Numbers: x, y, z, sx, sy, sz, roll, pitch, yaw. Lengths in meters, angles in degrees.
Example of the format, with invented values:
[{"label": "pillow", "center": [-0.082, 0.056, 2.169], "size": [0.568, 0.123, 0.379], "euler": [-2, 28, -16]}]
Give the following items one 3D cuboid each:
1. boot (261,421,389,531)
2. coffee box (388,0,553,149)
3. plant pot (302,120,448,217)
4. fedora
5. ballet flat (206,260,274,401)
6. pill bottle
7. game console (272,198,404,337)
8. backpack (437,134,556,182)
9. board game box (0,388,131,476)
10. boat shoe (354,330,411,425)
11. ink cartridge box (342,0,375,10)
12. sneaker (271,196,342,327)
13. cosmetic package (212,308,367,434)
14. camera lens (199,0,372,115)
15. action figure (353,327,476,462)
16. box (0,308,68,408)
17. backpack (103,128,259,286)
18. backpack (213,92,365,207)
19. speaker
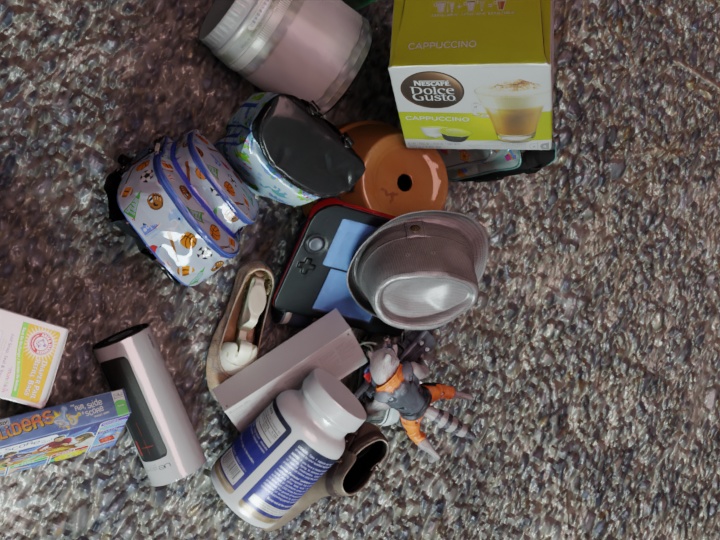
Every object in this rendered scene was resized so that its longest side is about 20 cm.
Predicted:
[{"label": "boot", "center": [-0.049, 0.284, 1.563], "size": [0.070, 0.146, 0.200], "euler": [45, 72, -21]}, {"label": "coffee box", "center": [0.149, -0.291, 1.482], "size": [0.198, 0.198, 0.202], "euler": [1, 66, 10]}, {"label": "plant pot", "center": [0.033, -0.117, 1.615], "size": [0.199, 0.140, 0.202], "euler": [1, 89, -27]}, {"label": "fedora", "center": [0.085, 0.015, 1.505], "size": [0.198, 0.091, 0.178], "euler": [1, 125, -15]}, {"label": "ballet flat", "center": [-0.161, 0.082, 1.557], "size": [0.068, 0.067, 0.202], "euler": [14, 83, -25]}, {"label": "pill bottle", "center": [-0.092, 0.230, 1.508], "size": [0.116, 0.116, 0.200], "euler": [40, 101, -20]}, {"label": "game console", "center": [0.000, 0.000, 1.544], "size": [0.199, 0.031, 0.178], "euler": [15, 114, -22]}, {"label": "backpack", "center": [0.176, -0.237, 1.666], "size": [0.152, 0.175, 0.202], "euler": [-2, 87, -37]}, {"label": "board game box", "center": [-0.389, 0.205, 1.404], "size": [0.199, 0.135, 0.035], "euler": [-12, 70, -27]}, {"label": "boat shoe", "center": [0.029, 0.123, 1.646], "size": [0.070, 0.072, 0.202], "euler": [5, 89, -30]}, {"label": "ink cartridge box", "center": [-0.060, -0.409, 1.563], "size": [0.198, 0.161, 0.051], "euler": [6, 90, -23]}, {"label": "sneaker", "center": [-0.053, -0.010, 1.586], "size": [0.082, 0.070, 0.201], "euler": [15, 113, -27]}, {"label": "cosmetic package", "center": [-0.094, 0.140, 1.552], "size": [0.199, 0.051, 0.083], "euler": [-33, 140, -7]}, {"label": "camera lens", "center": [-0.095, -0.314, 1.544], "size": [0.199, 0.160, 0.161], "euler": [32, 76, -22]}, {"label": "action figure", "center": [0.088, 0.154, 1.592], "size": [0.193, 0.105, 0.200], "euler": [37, 90, -34]}, {"label": "box", "center": [-0.467, 0.089, 1.379], "size": [0.199, 0.112, 0.102], "euler": [19, 80, -21]}, {"label": "backpack", "center": [-0.220, -0.074, 1.452], "size": [0.154, 0.191, 0.200], "euler": [-39, 108, 18]}, {"label": "backpack", "center": [-0.108, -0.163, 1.512], "size": [0.163, 0.200, 0.154], "euler": [38, 96, -30]}, {"label": "speaker", "center": [-0.272, 0.175, 1.494], "size": [0.081, 0.081, 0.201], "euler": [-25, 100, -24]}]
